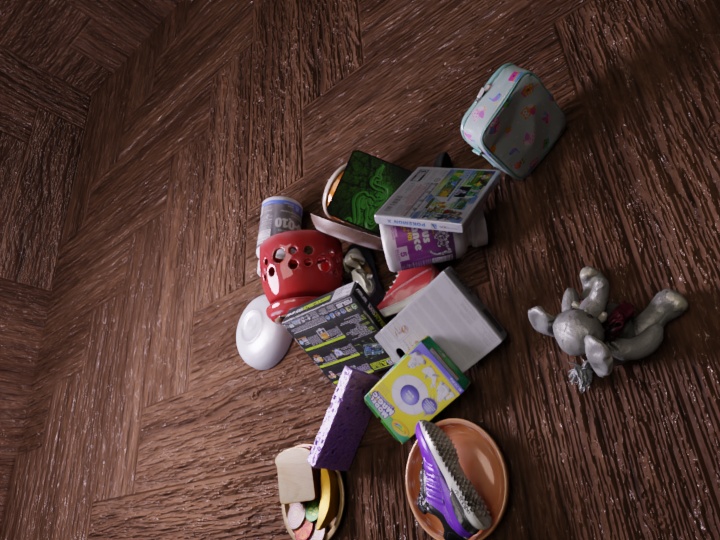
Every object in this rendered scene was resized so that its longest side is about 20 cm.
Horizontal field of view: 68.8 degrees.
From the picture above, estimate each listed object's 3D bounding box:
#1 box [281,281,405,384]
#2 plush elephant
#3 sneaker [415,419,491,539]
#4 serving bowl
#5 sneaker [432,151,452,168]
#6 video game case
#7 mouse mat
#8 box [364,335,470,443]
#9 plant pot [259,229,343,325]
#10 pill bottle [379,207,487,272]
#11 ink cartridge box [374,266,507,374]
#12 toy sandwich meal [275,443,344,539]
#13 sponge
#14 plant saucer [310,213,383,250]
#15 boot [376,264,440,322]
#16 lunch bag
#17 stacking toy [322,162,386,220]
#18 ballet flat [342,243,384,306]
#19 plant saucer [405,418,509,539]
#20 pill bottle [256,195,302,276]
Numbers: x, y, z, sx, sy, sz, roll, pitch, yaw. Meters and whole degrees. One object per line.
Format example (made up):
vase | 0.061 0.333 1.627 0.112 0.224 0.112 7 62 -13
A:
box | -0.033 0.136 1.086 0.198 0.194 0.048 -24 26 33
plush elephant | 0.348 0.078 0.783 0.164 0.154 0.202 33 94 44
sneaker | 0.125 0.353 0.878 0.100 0.069 0.201 -46 47 20
serving bowl | -0.261 0.151 1.366 0.198 0.065 0.203 -19 59 36
sneaker | 0.138 -0.156 1.140 0.103 0.060 0.203 -4 73 37
video game case | 0.149 -0.141 1.005 0.180 0.022 0.200 9 41 32
mouse mat | 0.027 -0.174 1.173 0.008 0.159 0.202 111 180 -61
box | 0.093 0.230 0.979 0.117 0.048 0.201 47 118 12
plant pot | -0.135 0.028 1.217 0.198 0.199 0.186 -17 67 36
pill bottle | 0.142 -0.071 1.027 0.197 0.113 0.114 -13 60 7
ink cartridge box | 0.146 0.119 0.982 0.163 0.057 0.200 50 121 11
toy sandwich meal | -0.114 0.466 1.096 0.203 0.070 0.209 -18 61 36
sponge | -0.027 0.301 1.059 0.030 0.111 0.203 20 86 43
plant saucer | -0.019 -0.081 1.157 0.199 0.198 0.033 23 97 44
boot | 0.078 0.036 1.109 0.198 0.072 0.146 -32 52 19
lunch bag | 0.276 -0.266 0.963 0.161 0.199 0.077 -52 45 14
stacking toy | 0.023 -0.147 1.213 0.199 0.146 0.147 34 96 29
ballet flat | 0.000 0.000 1.193 0.073 0.073 0.202 -40 50 22
plant saucer | 0.168 0.362 0.909 0.198 0.037 0.203 -19 60 35
pill bottle | -0.215 -0.082 1.390 0.113 0.113 0.203 -14 63 37
